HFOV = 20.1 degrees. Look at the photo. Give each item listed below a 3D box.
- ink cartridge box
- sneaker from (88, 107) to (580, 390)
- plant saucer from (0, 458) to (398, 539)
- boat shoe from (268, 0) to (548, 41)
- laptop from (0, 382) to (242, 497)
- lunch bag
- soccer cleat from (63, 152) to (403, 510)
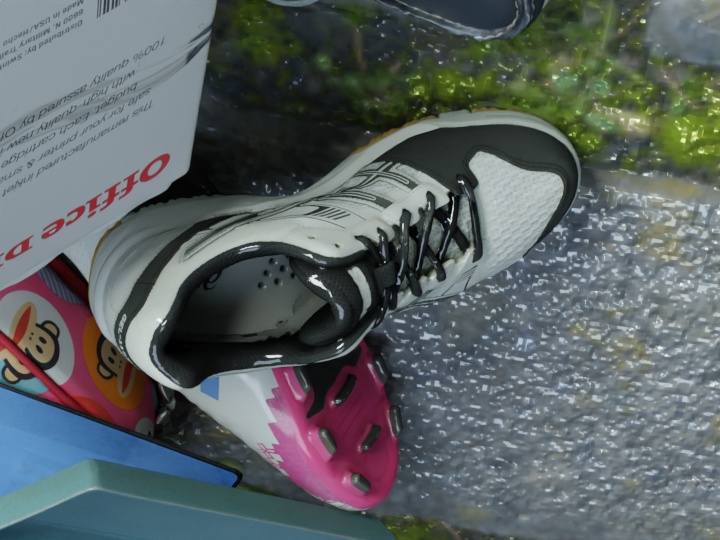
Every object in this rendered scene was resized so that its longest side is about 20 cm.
[{"bbox_3d":[-0.119,-0.079,0.606,0.084,0.145,0.200,47,152,18],"label":"ink cartridge box"},{"bbox_3d":[0.000,0.000,0.769,0.199,0.088,0.076,-20,115,-10],"label":"sneaker"},{"bbox_3d":[-0.066,0.108,0.843,0.070,0.019,0.200,-25,154,30],"label":"plant saucer"},{"bbox_3d":[-0.017,-0.135,0.709,0.200,0.062,0.075,35,129,-19],"label":"boat shoe"},{"bbox_3d":[-0.184,0.141,0.849,0.116,0.200,0.187,44,129,10],"label":"laptop"},{"bbox_3d":[-0.188,0.073,0.910,0.199,0.082,0.176,-26,123,28],"label":"lunch bag"},{"bbox_3d":[-0.058,0.027,0.866,0.086,0.070,0.200,-12,126,38],"label":"soccer cleat"}]
